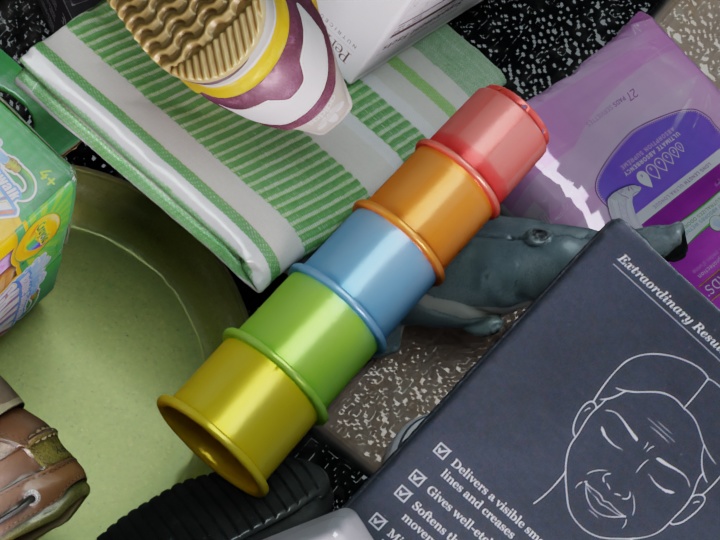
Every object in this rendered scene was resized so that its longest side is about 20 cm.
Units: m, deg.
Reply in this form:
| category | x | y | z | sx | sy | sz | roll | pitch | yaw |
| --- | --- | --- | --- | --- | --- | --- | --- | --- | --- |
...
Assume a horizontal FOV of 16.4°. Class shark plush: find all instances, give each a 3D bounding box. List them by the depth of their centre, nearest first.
| category | x | y | z | sx | sy | sz | roll | pitch | yaw |
| --- | --- | --- | --- | --- | --- | --- | --- | --- | --- |
| shark plush | 0.042 | -0.002 | 1.113 | 0.200 | 0.083 | 0.091 | 12 | 67 | 25 |

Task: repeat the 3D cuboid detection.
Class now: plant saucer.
| category | x | y | z | sx | sy | sz | roll | pitch | yaw |
| --- | --- | --- | --- | --- | --- | --- | --- | --- | --- |
| plant saucer | -0.147 | 0.047 | 1.116 | 0.200 | 0.031 | 0.200 | 4 | 66 | -10 |

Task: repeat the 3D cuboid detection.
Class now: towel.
| category | x | y | z | sx | sy | sz | roll | pitch | yaw |
| --- | --- | --- | --- | --- | --- | --- | --- | --- | --- |
| towel | -0.042 | -0.087 | 1.111 | 0.153 | 0.023 | 0.200 | 40 | 44 | 6 |

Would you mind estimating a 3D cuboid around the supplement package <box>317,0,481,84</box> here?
| category | x | y | z | sx | sy | sz | roll | pitch | yaw |
| --- | --- | --- | --- | --- | --- | --- | --- | --- | --- |
| supplement package | -0.006 | -0.214 | 1.140 | 0.200 | 0.111 | 0.156 | 45 | 45 | 9 |

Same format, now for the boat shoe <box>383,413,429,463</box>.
| category | x | y | z | sx | sy | sz | roll | pitch | yaw |
| --- | --- | --- | --- | --- | --- | --- | --- | --- | --- |
| boat shoe | 0.108 | 0.113 | 1.118 | 0.200 | 0.066 | 0.072 | 28 | 65 | 1 |

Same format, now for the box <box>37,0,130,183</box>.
| category | x | y | z | sx | sy | sz | roll | pitch | yaw |
| --- | --- | --- | --- | --- | --- | --- | --- | --- | --- |
| box | -0.079 | -0.154 | 1.207 | 0.158 | 0.050 | 0.200 | -20 | 72 | -18 |

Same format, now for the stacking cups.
| category | x | y | z | sx | sy | sz | roll | pitch | yaw |
| --- | --- | --- | --- | --- | --- | --- | --- | --- | --- |
| stacking cups | 0.000 | 0.000 | 1.040 | 0.060 | 0.061 | 0.200 | 38 | 75 | 7 |

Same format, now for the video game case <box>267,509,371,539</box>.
| category | x | y | z | sx | sy | sz | roll | pitch | yaw |
| --- | --- | --- | --- | --- | --- | --- | --- | --- | --- |
| video game case | -0.026 | 0.203 | 0.957 | 0.200 | 0.182 | 0.022 | 59 | 31 | -12 |

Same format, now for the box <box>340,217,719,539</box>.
| category | x | y | z | sx | sy | sz | roll | pitch | yaw |
| --- | --- | --- | --- | --- | --- | --- | --- | --- | --- |
| box | 0.085 | 0.107 | 1.015 | 0.148 | 0.107 | 0.200 | 43 | 62 | 5 |

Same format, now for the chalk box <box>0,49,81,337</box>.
| category | x | y | z | sx | sy | sz | roll | pitch | yaw |
| --- | --- | --- | --- | --- | --- | --- | --- | --- | --- |
| chalk box | -0.203 | -0.023 | 1.050 | 0.125 | 0.124 | 0.200 | 41 | 66 | 7 |

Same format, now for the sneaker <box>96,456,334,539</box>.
| category | x | y | z | sx | sy | sz | roll | pitch | yaw |
| --- | --- | --- | --- | --- | --- | --- | --- | --- | --- |
| sneaker | -0.087 | 0.157 | 1.050 | 0.200 | 0.074 | 0.089 | -34 | 112 | -4 |

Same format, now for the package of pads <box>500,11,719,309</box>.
| category | x | y | z | sx | sy | sz | roll | pitch | yaw |
| --- | --- | --- | --- | --- | --- | --- | --- | --- | --- |
| package of pads | 0.150 | -0.014 | 1.176 | 0.120 | 0.076 | 0.200 | -36 | 78 | -23 |

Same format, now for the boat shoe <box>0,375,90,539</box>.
| category | x | y | z | sx | sy | sz | roll | pitch | yaw |
| --- | --- | --- | --- | --- | --- | --- | --- | --- | --- |
| boat shoe | -0.199 | 0.134 | 1.023 | 0.200 | 0.072 | 0.068 | -44 | 85 | 0 |

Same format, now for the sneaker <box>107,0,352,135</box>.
| category | x | y | z | sx | sy | sz | roll | pitch | yaw |
| --- | --- | --- | --- | --- | --- | --- | --- | --- | --- |
| sneaker | -0.073 | -0.130 | 1.072 | 0.075 | 0.090 | 0.200 | -41 | 51 | 13 |
